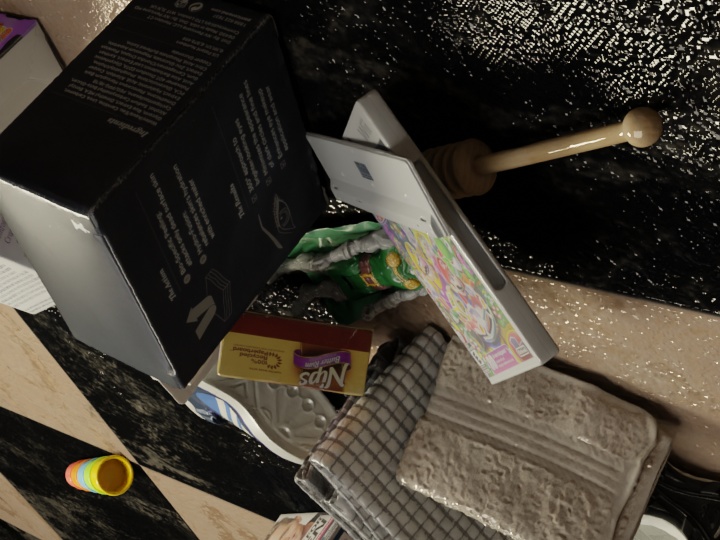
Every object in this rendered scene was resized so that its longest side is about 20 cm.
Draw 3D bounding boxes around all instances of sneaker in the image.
[{"bbox_3d":[0.259,0.198,1.017,0.199,0.074,0.079,31,163,26],"label":"sneaker"},{"bbox_3d":[-0.114,0.137,1.358,0.199,0.081,0.146,35,162,-4],"label":"sneaker"}]

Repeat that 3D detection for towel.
[{"bbox_3d":[0.054,0.171,1.106,0.200,0.166,0.085,46,158,-18],"label":"towel"},{"bbox_3d":[0.131,0.142,1.002,0.199,0.133,0.034,21,172,28],"label":"towel"}]

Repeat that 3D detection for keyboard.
[{"bbox_3d":[0.007,-0.061,0.867,0.057,0.011,0.200,65,166,-18],"label":"keyboard"}]

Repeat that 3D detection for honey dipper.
[{"bbox_3d":[0.105,-0.071,0.795,0.038,0.038,0.199,48,153,-21],"label":"honey dipper"}]

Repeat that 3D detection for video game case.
[{"bbox_3d":[0.052,-0.016,0.870,0.201,0.018,0.143,55,169,4],"label":"video game case"}]

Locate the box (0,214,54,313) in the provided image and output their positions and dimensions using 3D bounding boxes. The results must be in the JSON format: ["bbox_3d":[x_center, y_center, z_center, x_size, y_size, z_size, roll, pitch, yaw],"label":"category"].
[{"bbox_3d":[-0.364,-0.049,1.256,0.199,0.106,0.183,24,160,-25],"label":"box"}]

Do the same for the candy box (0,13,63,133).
[{"bbox_3d":[-0.378,-0.149,1.108,0.199,0.168,0.072,17,146,35],"label":"candy box"}]

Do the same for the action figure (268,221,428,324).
[{"bbox_3d":[0.000,0.000,1.024,0.118,0.055,0.199,47,149,-22],"label":"action figure"}]

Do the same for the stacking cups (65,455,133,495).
[{"bbox_3d":[-0.415,0.314,2.016,0.061,0.061,0.199,46,155,-18],"label":"stacking cups"}]

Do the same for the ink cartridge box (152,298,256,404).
[{"bbox_3d":[-0.175,0.023,1.197,0.068,0.115,0.200,3,138,49],"label":"ink cartridge box"}]

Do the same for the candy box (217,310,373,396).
[{"bbox_3d":[-0.060,0.066,1.077,0.116,0.057,0.200,9,175,-6],"label":"candy box"}]

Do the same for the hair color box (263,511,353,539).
[{"bbox_3d":[-0.065,0.357,1.610,0.061,0.100,0.200,44,152,-13],"label":"hair color box"}]

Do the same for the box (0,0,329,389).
[{"bbox_3d":[-0.138,-0.061,0.927,0.117,0.200,0.197,21,149,28],"label":"box"}]
